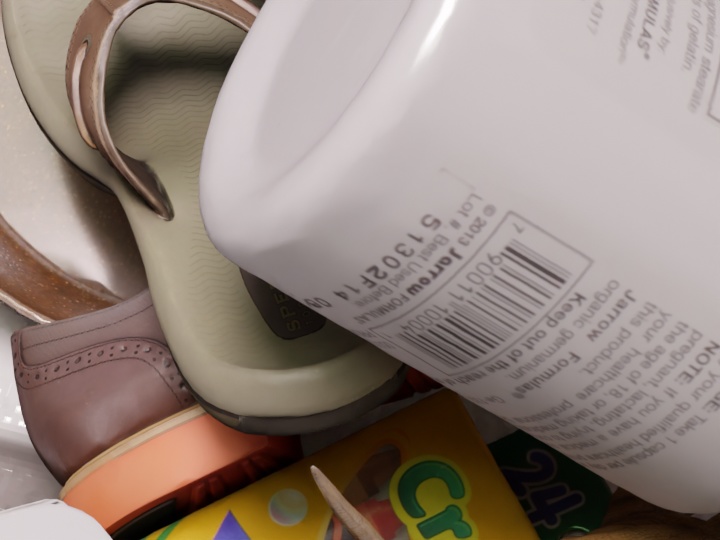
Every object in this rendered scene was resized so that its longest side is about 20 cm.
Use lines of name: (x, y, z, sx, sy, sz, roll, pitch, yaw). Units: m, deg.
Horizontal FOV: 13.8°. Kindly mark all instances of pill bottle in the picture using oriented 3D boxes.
pill bottle: (0.072, -0.008, 0.698, 0.200, 0.114, 0.115, 31, 63, -21)

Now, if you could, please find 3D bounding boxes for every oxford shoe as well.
oxford shoe: (0.000, 0.000, 0.791, 0.200, 0.071, 0.073, -27, 74, -4)

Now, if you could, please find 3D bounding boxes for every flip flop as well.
flip flop: (-0.042, -0.039, 0.768, 0.081, 0.058, 0.200, -22, 45, -4)

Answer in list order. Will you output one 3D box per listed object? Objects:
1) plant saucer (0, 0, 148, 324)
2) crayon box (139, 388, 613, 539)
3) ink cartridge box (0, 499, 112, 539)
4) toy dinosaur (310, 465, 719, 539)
plant saucer: (-0.042, -0.067, 0.864, 0.199, 0.035, 0.201, -1, 73, 3)
crayon box: (-0.006, 0.117, 0.770, 0.200, 0.052, 0.126, -26, 63, -10)
ink cartridge box: (-0.092, 0.173, 0.661, 0.085, 0.200, 0.148, -14, 52, -45)
toy dinosaur: (0.061, 0.083, 0.724, 0.106, 0.200, 0.061, 33, 108, 18)
